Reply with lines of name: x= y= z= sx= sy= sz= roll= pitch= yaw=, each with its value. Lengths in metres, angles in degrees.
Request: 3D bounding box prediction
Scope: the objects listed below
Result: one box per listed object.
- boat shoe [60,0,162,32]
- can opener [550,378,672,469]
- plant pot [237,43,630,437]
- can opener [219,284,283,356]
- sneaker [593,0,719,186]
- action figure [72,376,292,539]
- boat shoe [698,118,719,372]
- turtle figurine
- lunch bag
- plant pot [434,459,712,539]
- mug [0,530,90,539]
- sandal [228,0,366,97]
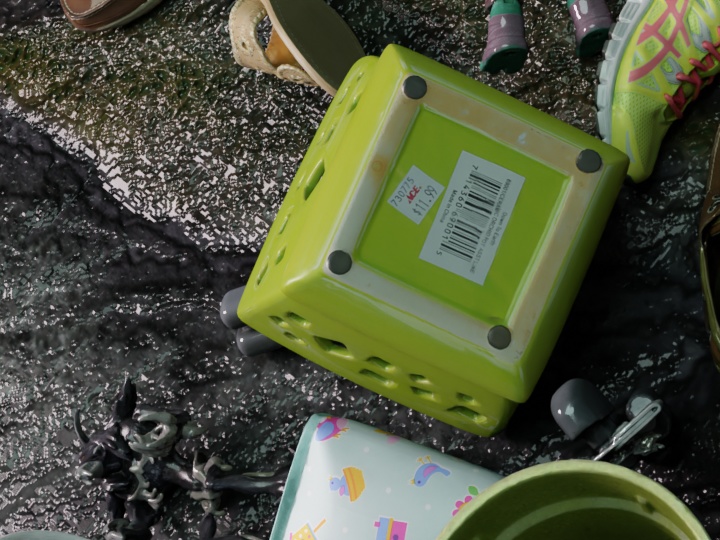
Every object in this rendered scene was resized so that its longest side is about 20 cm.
boat shoe: x=-0.156 y=-0.265 z=1.886 sx=0.200 sy=0.072 sz=0.076 roll=-45 pitch=59 yaw=4
can opener: x=0.161 y=0.089 z=1.532 sx=0.053 sy=0.200 sz=0.067 roll=-41 pitch=81 yaw=6
plant pot: x=0.053 y=-0.023 z=1.589 sx=0.198 sy=0.181 sz=0.201 roll=25 pitch=81 yaw=-4
can opener: x=0.000 y=0.000 z=1.737 sx=0.199 sy=0.053 sz=0.067 roll=-18 pitch=32 yaw=19
sneaker: x=0.217 y=-0.149 z=1.665 sx=0.090 sy=0.078 sz=0.201 roll=14 pitch=80 yaw=22
action figure: x=-0.133 y=0.146 z=1.702 sx=0.199 sy=0.102 sz=0.120 roll=15 pitch=105 yaw=25
boat shoe: x=0.253 y=-0.026 z=1.604 sx=0.072 sy=0.068 sz=0.201 roll=-10 pitch=66 yaw=23
turtle figurine: x=0.113 y=-0.243 z=1.741 sx=0.149 sy=0.101 sz=0.201 roll=-17 pitch=71 yaw=19
lunch bag: x=0.023 y=0.212 z=1.598 sx=0.170 sy=0.122 sz=0.201 roll=20 pitch=87 yaw=29
plant pot: x=0.150 y=0.233 z=1.491 sx=0.199 sy=0.184 sz=0.202 roll=-8 pitch=69 yaw=22
mug: x=-0.194 y=0.295 z=1.652 sx=0.199 sy=0.148 sz=0.176 roll=25 pitch=125 yaw=0
sandal: x=-0.067 y=-0.180 z=1.823 sx=0.070 sy=0.077 sz=0.212 roll=-49 pitch=60 yaw=31
